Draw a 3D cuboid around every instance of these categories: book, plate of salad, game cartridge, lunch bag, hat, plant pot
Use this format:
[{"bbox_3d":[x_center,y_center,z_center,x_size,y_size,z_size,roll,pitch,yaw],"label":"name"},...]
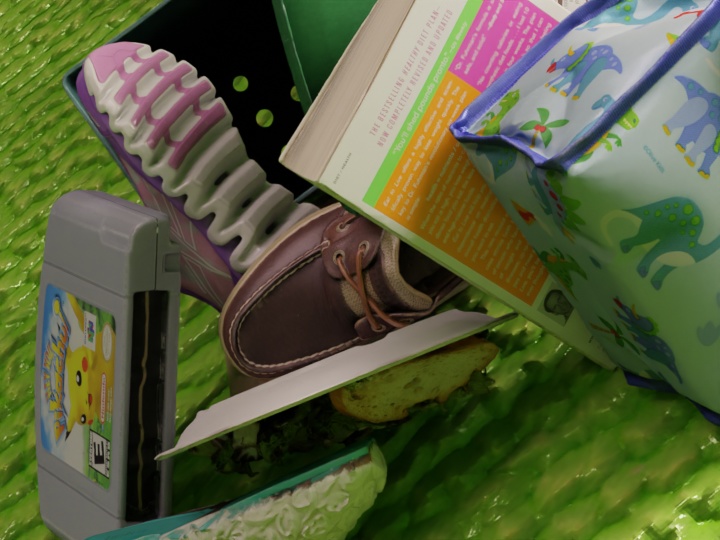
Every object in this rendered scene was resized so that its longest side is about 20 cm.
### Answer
[{"bbox_3d":[0.078,-0.056,1.059,0.134,0.199,0.048,-59,29,-1],"label":"book"},{"bbox_3d":[-0.008,0.067,1.128,0.199,0.048,0.200,-22,-2,-1],"label":"plate of salad"},{"bbox_3d":[-0.141,0.061,1.226,0.040,0.202,0.133,-1,9,-25],"label":"game cartridge"},{"bbox_3d":[0.174,-0.059,1.013,0.200,0.170,0.127,-42,26,-13],"label":"lunch bag"},{"bbox_3d":[0.053,-0.133,1.103,0.175,0.167,0.200,-15,-14,6],"label":"hat"},{"bbox_3d":[-0.070,-0.097,1.384,0.141,0.142,0.200,-36,-2,5],"label":"plant pot"}]

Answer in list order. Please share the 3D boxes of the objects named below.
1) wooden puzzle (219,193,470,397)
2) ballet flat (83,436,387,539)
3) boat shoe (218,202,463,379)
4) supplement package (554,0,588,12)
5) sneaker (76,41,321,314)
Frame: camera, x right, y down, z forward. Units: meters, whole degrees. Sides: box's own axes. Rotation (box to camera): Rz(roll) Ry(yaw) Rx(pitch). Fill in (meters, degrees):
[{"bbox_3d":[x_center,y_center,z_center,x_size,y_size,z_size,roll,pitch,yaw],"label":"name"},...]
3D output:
[{"bbox_3d":[0.000,0.000,1.299,0.199,0.037,0.185,-38,26,12],"label":"wooden puzzle"},{"bbox_3d":[-0.059,0.140,1.118,0.199,0.072,0.072,-22,31,30],"label":"ballet flat"},{"bbox_3d":[0.013,-0.004,1.163,0.199,0.073,0.072,-28,10,3],"label":"boat shoe"},{"bbox_3d":[0.092,-0.209,1.150,0.110,0.202,0.155,-4,10,-31],"label":"supplement package"},{"bbox_3d":[-0.093,-0.036,1.247,0.088,0.200,0.080,-41,1,43],"label":"sneaker"}]
